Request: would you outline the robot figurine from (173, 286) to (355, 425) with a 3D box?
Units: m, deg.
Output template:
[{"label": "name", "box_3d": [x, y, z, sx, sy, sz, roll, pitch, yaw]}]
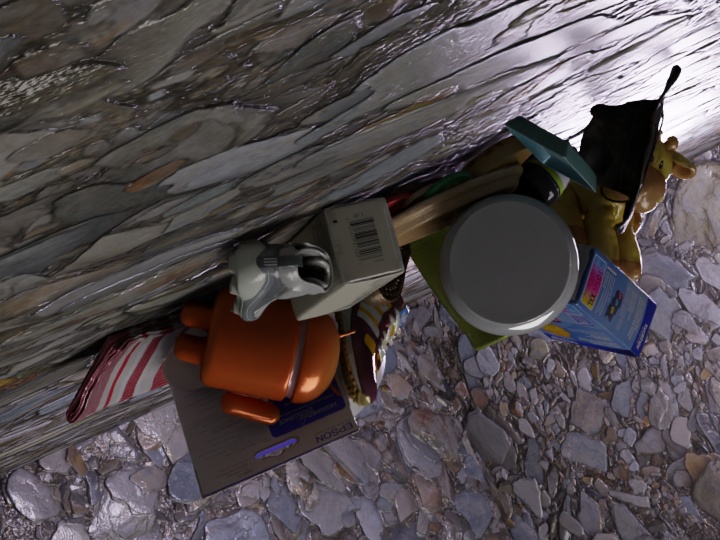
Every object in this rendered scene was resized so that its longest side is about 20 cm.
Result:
[{"label": "robot figurine", "box_3d": [-0.109, 0.087, 1.574, 0.197, 0.145, 0.117, 11, 146, -7]}]

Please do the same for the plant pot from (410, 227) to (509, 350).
[{"label": "plant pot", "box_3d": [0.168, -0.009, 1.800, 0.198, 0.195, 0.200, -25, 176, -2]}]

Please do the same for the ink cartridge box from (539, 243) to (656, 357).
[{"label": "ink cartridge box", "box_3d": [0.260, 0.036, 1.661, 0.135, 0.077, 0.199, 12, 165, 42]}]

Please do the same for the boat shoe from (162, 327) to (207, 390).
[{"label": "boat shoe", "box_3d": [-0.151, 0.069, 1.665, 0.200, 0.072, 0.069, -46, 176, -6]}]

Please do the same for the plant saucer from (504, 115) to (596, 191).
[{"label": "plant saucer", "box_3d": [0.196, -0.117, 1.398, 0.019, 0.069, 0.200, -60, 162, 4]}]

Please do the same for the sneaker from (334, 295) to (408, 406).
[{"label": "sneaker", "box_3d": [0.017, 0.068, 1.656, 0.089, 0.202, 0.075, -4, 144, -6]}]

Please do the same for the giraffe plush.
[{"label": "giraffe plush", "box_3d": [0.319, -0.103, 1.707, 0.171, 0.202, 0.162, 10, 147, -39]}]

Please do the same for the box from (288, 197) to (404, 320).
[{"label": "box", "box_3d": [-0.023, -0.009, 1.435, 0.068, 0.083, 0.200, -13, 173, -18]}]

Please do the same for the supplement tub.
[{"label": "supplement tub", "box_3d": [0.155, -0.004, 1.466, 0.143, 0.146, 0.200, -24, 176, 3]}]

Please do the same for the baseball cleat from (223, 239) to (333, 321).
[{"label": "baseball cleat", "box_3d": [-0.079, 0.013, 1.371, 0.105, 0.071, 0.200, 2, 175, -1]}]

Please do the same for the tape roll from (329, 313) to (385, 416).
[{"label": "tape roll", "box_3d": [-0.068, 0.116, 1.721, 0.201, 0.204, 0.037, -24, 135, -2]}]

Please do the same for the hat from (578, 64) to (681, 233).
[{"label": "hat", "box_3d": [0.280, -0.141, 1.504, 0.080, 0.203, 0.201, 20, 180, 10]}]

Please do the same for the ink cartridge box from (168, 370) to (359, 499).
[{"label": "ink cartridge box", "box_3d": [-0.113, 0.167, 1.632, 0.196, 0.201, 0.044, -22, 133, -3]}]

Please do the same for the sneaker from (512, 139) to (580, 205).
[{"label": "sneaker", "box_3d": [0.202, -0.108, 1.603, 0.083, 0.072, 0.200, -46, -169, -11]}]

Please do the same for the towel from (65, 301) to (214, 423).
[{"label": "towel", "box_3d": [-0.252, 0.108, 1.671, 0.199, 0.023, 0.145, -20, 152, -50]}]

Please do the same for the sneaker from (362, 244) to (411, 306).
[{"label": "sneaker", "box_3d": [0.000, 0.000, 1.602, 0.089, 0.068, 0.200, -19, -164, 17]}]

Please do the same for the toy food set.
[{"label": "toy food set", "box_3d": [0.083, -0.076, 1.490, 0.196, 0.049, 0.200, -23, 176, -24]}]
